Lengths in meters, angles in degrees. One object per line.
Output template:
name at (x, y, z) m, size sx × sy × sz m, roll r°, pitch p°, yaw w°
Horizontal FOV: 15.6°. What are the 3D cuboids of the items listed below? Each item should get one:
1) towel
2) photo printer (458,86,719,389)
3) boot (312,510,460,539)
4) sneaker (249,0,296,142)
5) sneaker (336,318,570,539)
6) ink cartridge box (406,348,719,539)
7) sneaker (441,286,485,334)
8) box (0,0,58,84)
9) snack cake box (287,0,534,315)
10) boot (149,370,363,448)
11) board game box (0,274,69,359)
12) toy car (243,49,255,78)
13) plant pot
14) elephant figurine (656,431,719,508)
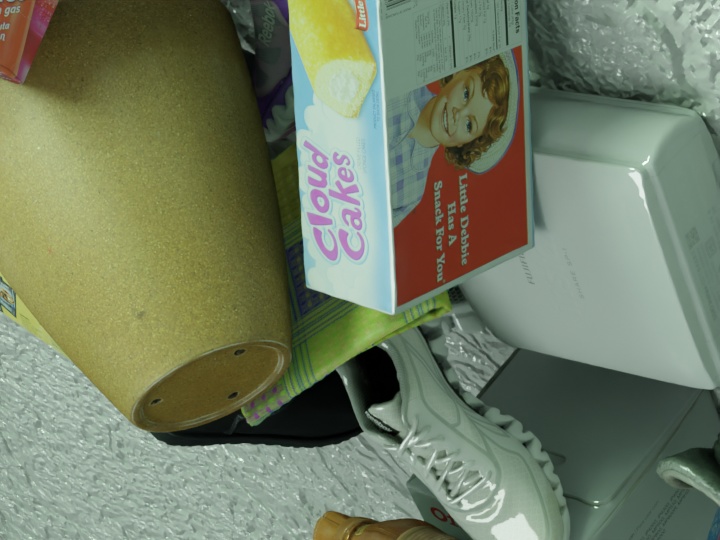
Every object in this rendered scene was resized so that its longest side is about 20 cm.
towel at (-0.024, -0.010, 1.504) m, size 0.023 × 0.143 × 0.200 m, roll 46°, pitch -163°, yaw -38°
photo printer at (0.119, -0.024, 1.469) m, size 0.200 × 0.069 × 0.167 m, roll 13°, pitch 136°, yaw 44°
boot at (0.062, 0.225, 1.624) m, size 0.155 × 0.074 × 0.200 m, roll 9°, pitch 136°, yaw 55°
sneaker at (-0.034, -0.148, 1.494) m, size 0.088 × 0.080 × 0.200 m, roll 47°, pitch 155°, yaw 10°
sneaker at (0.042, 0.094, 1.510) m, size 0.075 × 0.081 × 0.200 m, roll -39°, pitch 88°, yaw 26°
ink cartridge box at (0.150, 0.166, 1.647) m, size 0.145 × 0.145 × 0.200 m, roll 16°, pitch 145°, yaw 40°
sneaker at (0.000, 0.000, 1.582) m, size 0.078 × 0.199 × 0.091 m, roll -120°, pitch 17°, yaw -52°
box at (-0.247, -0.179, 1.376) m, size 0.200 × 0.100 × 0.095 m, roll 21°, pitch 176°, yaw 41°
snack cake box at (0.028, -0.092, 1.366) m, size 0.067 × 0.115 × 0.201 m, roll 17°, pitch 120°, yaw 39°
boot at (-0.041, 0.058, 1.723) m, size 0.162 × 0.198 × 0.074 m, roll 131°, pitch 129°, yaw -57°
board game box at (-0.221, -0.023, 1.671) m, size 0.200 × 0.035 × 0.136 m, roll 32°, pitch 146°, yaw 30°
toy car at (-0.163, -0.132, 1.609) m, size 0.200 × 0.165 × 0.158 m, roll 28°, pitch 154°, yaw -2°
plant pot at (-0.119, -0.020, 1.431) m, size 0.187 × 0.186 × 0.200 m, roll 106°, pitch 143°, yaw -62°
elephant figurine at (0.239, 0.110, 1.479) m, size 0.200 × 0.141 × 0.156 m, roll 25°, pitch 125°, yaw 61°
